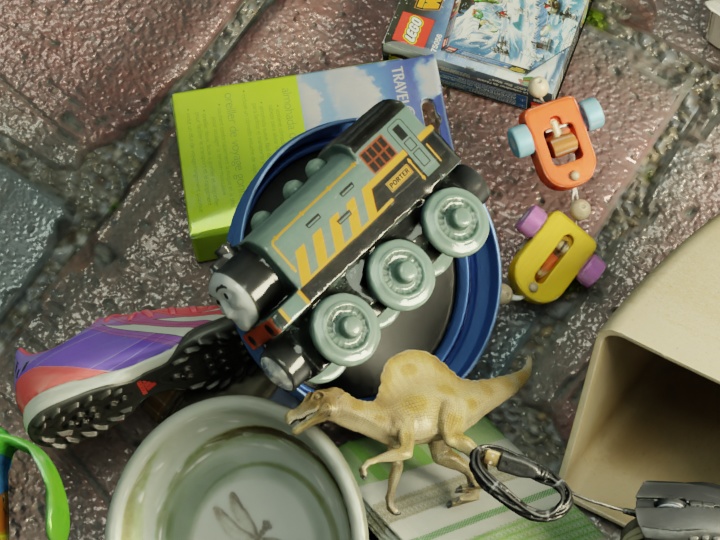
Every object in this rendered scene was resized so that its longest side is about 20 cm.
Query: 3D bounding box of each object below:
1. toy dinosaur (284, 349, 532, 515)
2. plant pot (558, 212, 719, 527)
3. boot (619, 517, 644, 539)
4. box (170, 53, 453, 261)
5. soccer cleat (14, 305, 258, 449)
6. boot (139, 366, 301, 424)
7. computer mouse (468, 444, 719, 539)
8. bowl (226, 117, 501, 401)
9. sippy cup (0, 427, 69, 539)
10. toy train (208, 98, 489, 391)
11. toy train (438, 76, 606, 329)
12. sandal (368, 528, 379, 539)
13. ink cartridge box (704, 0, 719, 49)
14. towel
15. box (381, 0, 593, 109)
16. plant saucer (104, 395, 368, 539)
[{"bbox_3d":[0.054,0.098,1.328,0.199,0.058,0.102,-7,73,-31],"label":"toy dinosaur"},{"bbox_3d":[0.266,0.073,1.358,0.199,0.200,0.177,25,55,13],"label":"plant pot"},{"bbox_3d":[0.241,0.256,1.287,0.203,0.074,0.154,28,46,-7],"label":"boot"},{"bbox_3d":[-0.033,-0.085,1.517,0.199,0.048,0.123,-9,65,-2],"label":"box"},{"bbox_3d":[-0.138,0.050,1.387,0.199,0.068,0.073,-23,56,-3],"label":"soccer cleat"},{"bbox_3d":[-0.053,0.054,1.446,0.097,0.075,0.200,42,83,10],"label":"boot"},{"bbox_3d":[0.164,0.140,1.283,0.199,0.034,0.059,14,48,-4],"label":"computer mouse"},{"bbox_3d":[0.000,0.000,1.373,0.200,0.039,0.202,3,83,-29],"label":"bowl"},{"bbox_3d":[-0.288,0.181,1.363,0.139,0.177,0.131,3,68,-42],"label":"sippy cup"},{"bbox_3d":[-0.006,-0.016,1.308,0.114,0.085,0.200,48,67,-3],"label":"toy train"},{"bbox_3d":[0.093,-0.039,1.468,0.199,0.056,0.151,-25,91,-11],"label":"toy train"},{"bbox_3d":[0.015,0.234,1.362,0.075,0.045,0.201,-11,64,-2],"label":"sandal"},{"bbox_3d":[0.352,-0.217,1.520,0.128,0.125,0.200,38,72,19],"label":"ink cartridge box"},{"bbox_3d":[0.081,0.174,1.353,0.149,0.031,0.200,-12,45,-39],"label":"towel"},{"bbox_3d":[0.112,-0.226,1.583,0.136,0.040,0.201,18,66,10],"label":"box"},{"bbox_3d":[-0.075,0.184,1.364,0.199,0.050,0.202,-5,80,27],"label":"plant saucer"}]
